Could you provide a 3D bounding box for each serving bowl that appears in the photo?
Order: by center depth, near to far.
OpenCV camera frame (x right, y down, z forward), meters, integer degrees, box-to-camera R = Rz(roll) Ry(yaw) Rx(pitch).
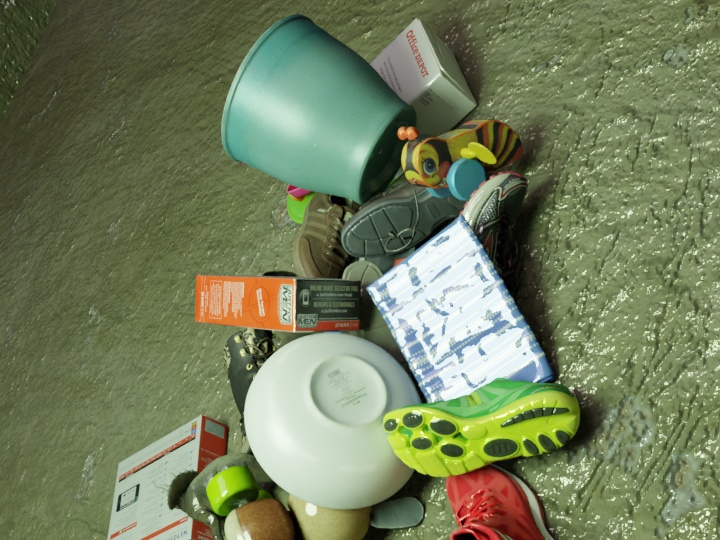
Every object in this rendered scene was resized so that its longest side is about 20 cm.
[{"bbox_3d":[-0.020,0.143,1.021,0.066,0.197,0.202,111,163,-49],"label":"serving bowl"}]

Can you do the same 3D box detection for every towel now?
[{"bbox_3d":[0.101,0.064,1.028,0.144,0.024,0.202,-37,70,25],"label":"towel"}]

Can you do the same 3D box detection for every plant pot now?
[{"bbox_3d":[-0.038,-0.184,1.206,0.187,0.200,0.202,30,87,16],"label":"plant pot"}]

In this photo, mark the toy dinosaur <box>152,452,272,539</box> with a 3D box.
[{"bbox_3d":[-0.164,0.270,1.186,0.198,0.103,0.077,-28,-1,16],"label":"toy dinosaur"}]

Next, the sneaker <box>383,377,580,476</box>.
[{"bbox_3d":[0.119,0.152,0.954,0.197,0.075,0.084,-10,9,20],"label":"sneaker"}]

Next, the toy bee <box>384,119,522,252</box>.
[{"bbox_3d":[0.095,-0.125,1.085,0.130,0.110,0.200,-6,32,42],"label":"toy bee"}]

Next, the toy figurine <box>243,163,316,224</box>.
[{"bbox_3d":[-0.112,-0.200,1.427,0.149,0.183,0.202,-15,52,43],"label":"toy figurine"}]

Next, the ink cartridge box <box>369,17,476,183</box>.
[{"bbox_3d":[0.049,-0.223,1.334,0.200,0.084,0.146,-41,39,23],"label":"ink cartridge box"}]

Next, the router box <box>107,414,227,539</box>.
[{"bbox_3d":[-0.270,0.321,1.337,0.199,0.049,0.181,-31,43,33],"label":"router box"}]

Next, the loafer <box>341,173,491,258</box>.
[{"bbox_3d":[0.065,-0.080,1.194,0.198,0.072,0.063,-26,29,2],"label":"loafer"}]

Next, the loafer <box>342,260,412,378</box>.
[{"bbox_3d":[0.018,0.091,1.145,0.071,0.063,0.203,-8,71,-5],"label":"loafer"}]

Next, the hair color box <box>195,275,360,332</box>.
[{"bbox_3d":[-0.101,0.037,1.146,0.199,0.101,0.062,0,89,49],"label":"hair color box"}]

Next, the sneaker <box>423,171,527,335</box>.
[{"bbox_3d":[0.143,-0.011,1.075,0.074,0.080,0.202,20,89,38],"label":"sneaker"}]

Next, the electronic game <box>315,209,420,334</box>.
[{"bbox_3d":[0.000,0.000,1.262,0.199,0.041,0.202,-31,43,33],"label":"electronic game"}]

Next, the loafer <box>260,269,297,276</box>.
[{"bbox_3d":[-0.111,0.031,1.314,0.200,0.075,0.069,-159,72,-64],"label":"loafer"}]

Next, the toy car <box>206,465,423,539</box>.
[{"bbox_3d":[-0.038,0.269,1.046,0.198,0.158,0.165,-29,57,-5],"label":"toy car"}]

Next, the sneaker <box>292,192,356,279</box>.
[{"bbox_3d":[-0.038,-0.046,1.250,0.075,0.070,0.201,-39,33,29],"label":"sneaker"}]

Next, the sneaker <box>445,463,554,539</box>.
[{"bbox_3d":[0.114,0.226,0.887,0.079,0.115,0.200,-54,35,4],"label":"sneaker"}]

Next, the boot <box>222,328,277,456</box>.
[{"bbox_3d":[-0.115,0.132,1.211,0.201,0.072,0.152,-62,39,44],"label":"boot"}]
